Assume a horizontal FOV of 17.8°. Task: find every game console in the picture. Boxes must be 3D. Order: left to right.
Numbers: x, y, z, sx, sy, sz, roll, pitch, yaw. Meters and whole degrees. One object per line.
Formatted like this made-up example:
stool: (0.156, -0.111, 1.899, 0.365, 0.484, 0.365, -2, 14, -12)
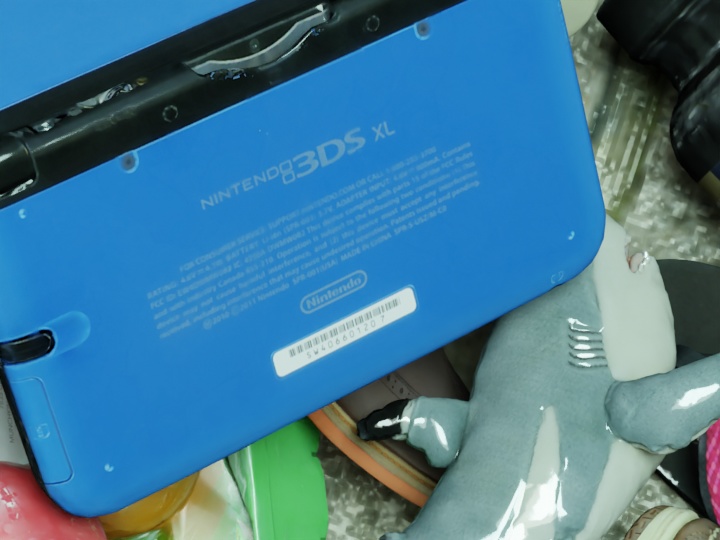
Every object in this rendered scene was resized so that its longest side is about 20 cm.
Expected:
game console: (-0.047, -0.053, 0.696, 0.200, 0.118, 0.171, -26, 118, -21)

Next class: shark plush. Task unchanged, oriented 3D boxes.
shark plush: (0.034, 0.068, 0.739, 0.083, 0.091, 0.200, 44, 79, 2)

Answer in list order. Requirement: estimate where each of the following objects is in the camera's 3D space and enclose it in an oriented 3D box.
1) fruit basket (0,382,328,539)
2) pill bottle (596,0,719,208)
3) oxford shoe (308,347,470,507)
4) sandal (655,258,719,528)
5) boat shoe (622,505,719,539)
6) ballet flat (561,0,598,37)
fruit basket: (-0.094, 0.088, 0.711, 0.200, 0.094, 0.186, 4, 76, -48)
pill bottle: (0.179, -0.043, 0.788, 0.112, 0.112, 0.200, -41, 84, -10)
oxford shoe: (0.000, 0.000, 0.756, 0.072, 0.071, 0.200, -32, 112, 13)
sandal: (0.152, 0.078, 0.797, 0.075, 0.045, 0.200, -32, 83, -8)
boat shoe: (0.106, 0.182, 0.754, 0.075, 0.075, 0.203, 10, 88, 24)
ballet flat: (-0.014, -0.108, 0.764, 0.199, 0.069, 0.070, 6, 79, -3)
